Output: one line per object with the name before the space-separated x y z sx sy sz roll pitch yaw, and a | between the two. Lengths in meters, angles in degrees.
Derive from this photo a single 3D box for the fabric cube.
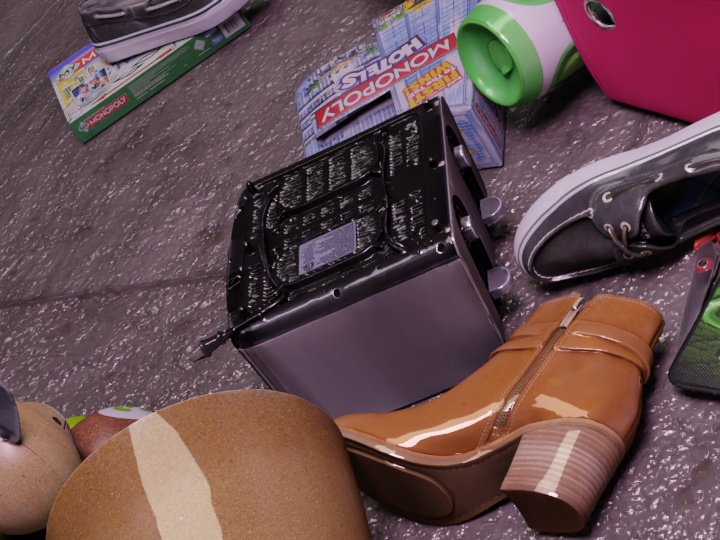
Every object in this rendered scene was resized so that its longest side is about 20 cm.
fabric cube | 0.260 -0.224 1.168 0.200 0.197 0.199 -44 36 -14

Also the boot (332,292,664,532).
boot | 0.082 0.078 1.066 0.199 0.074 0.155 7 52 30

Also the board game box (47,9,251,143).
board game box | -0.213 -0.218 1.727 0.200 0.029 0.135 -35 34 1

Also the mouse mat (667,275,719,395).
mouse mat | 0.291 0.019 1.001 0.199 0.008 0.161 6 51 42

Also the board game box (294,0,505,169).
board game box | 0.037 -0.132 1.370 0.199 0.062 0.200 -28 33 11

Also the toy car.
toy car | -0.212 0.120 1.150 0.164 0.200 0.158 8 53 46

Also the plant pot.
plant pot | -0.060 0.203 0.962 0.186 0.187 0.200 -32 49 5

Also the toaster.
toaster | 0.000 0.000 1.187 0.199 0.119 0.181 -24 34 16

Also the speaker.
speaker | 0.167 -0.202 1.293 0.200 0.089 0.088 -35 31 -23

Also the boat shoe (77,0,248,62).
boat shoe | -0.183 -0.264 1.666 0.199 0.071 0.072 -23 35 17

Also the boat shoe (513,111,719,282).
boat shoe | 0.183 -0.040 1.106 0.199 0.069 0.057 -29 32 25

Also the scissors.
scissors | 0.218 -0.010 1.107 0.073 0.014 0.200 8 54 43
